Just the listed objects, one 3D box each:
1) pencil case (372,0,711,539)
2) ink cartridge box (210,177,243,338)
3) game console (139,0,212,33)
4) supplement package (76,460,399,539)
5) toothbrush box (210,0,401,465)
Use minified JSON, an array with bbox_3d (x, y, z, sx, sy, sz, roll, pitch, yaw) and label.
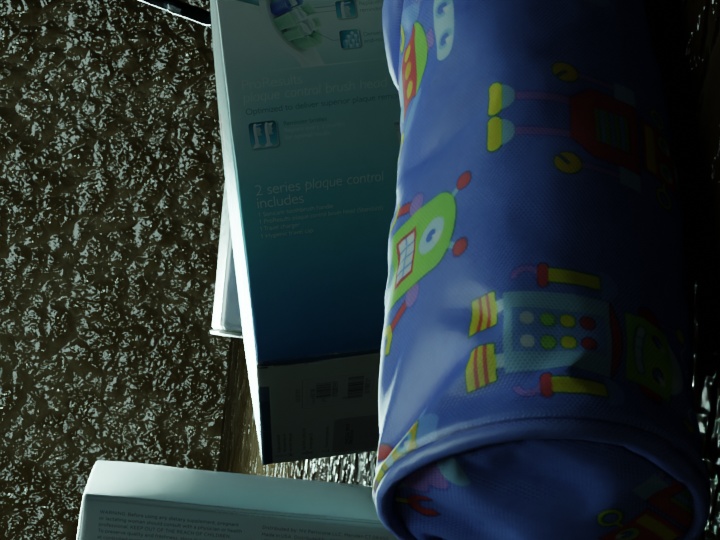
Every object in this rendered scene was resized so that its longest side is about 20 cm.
[{"bbox_3d":[0.041,-0.011,0.537,0.087,0.078,0.201,-41,34,37],"label":"pencil case"},{"bbox_3d":[-0.058,-0.049,1.483,0.146,0.084,0.202,167,111,-84],"label":"ink cartridge box"},{"bbox_3d":[-0.093,-0.114,1.312,0.200,0.115,0.177,-7,-95,-78],"label":"game console"},{"bbox_3d":[-0.062,0.161,0.998,0.200,0.154,0.112,164,112,-84],"label":"supplement package"},{"bbox_3d":[-0.014,-0.037,0.853,0.147,0.085,0.202,96,168,-71],"label":"toothbrush box"}]
